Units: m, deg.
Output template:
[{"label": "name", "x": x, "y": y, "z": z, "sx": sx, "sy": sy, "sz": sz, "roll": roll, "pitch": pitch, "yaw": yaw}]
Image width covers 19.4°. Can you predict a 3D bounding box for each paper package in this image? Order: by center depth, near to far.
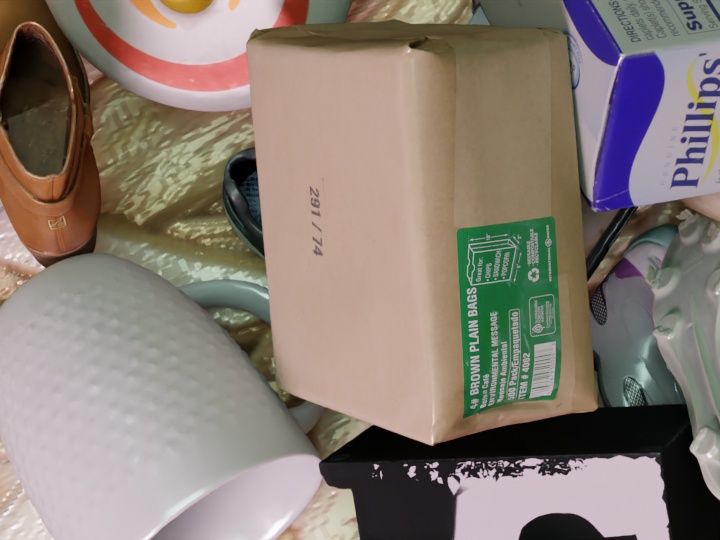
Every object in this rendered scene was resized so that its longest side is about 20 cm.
[{"label": "paper package", "x": 0.028, "y": -0.027, "z": 1.095, "sx": 0.103, "sy": 0.191, "sz": 0.200, "roll": -9, "pitch": 101, "yaw": -26}]

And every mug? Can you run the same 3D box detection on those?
[{"label": "mug", "x": -0.109, "y": 0.074, "z": 1.204, "sx": 0.200, "sy": 0.148, "sz": 0.175, "roll": -25, "pitch": 65, "yaw": -30}]

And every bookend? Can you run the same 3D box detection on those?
[{"label": "bookend", "x": 0.099, "y": 0.184, "z": 1.169, "sx": 0.199, "sy": 0.092, "sz": 0.200, "roll": -5, "pitch": 100, "yaw": 26}]

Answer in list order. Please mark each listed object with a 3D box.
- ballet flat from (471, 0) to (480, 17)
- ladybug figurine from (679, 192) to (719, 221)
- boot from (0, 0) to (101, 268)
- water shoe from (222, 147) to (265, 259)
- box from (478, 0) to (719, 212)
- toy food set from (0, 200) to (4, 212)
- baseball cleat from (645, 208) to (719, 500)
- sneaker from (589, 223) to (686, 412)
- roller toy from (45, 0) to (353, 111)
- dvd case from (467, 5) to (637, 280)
[{"label": "ballet flat", "x": 0.160, "y": -0.137, "z": 1.252, "sx": 0.200, "sy": 0.069, "sz": 0.071, "roll": 19, "pitch": 99, "yaw": 11}, {"label": "ladybug figurine", "x": 0.261, "y": -0.064, "z": 1.175, "sx": 0.200, "sy": 0.136, "sz": 0.072, "roll": 0, "pitch": 112, "yaw": -31}, {"label": "boot", "x": -0.187, "y": -0.108, "z": 1.189, "sx": 0.074, "sy": 0.155, "sz": 0.200, "roll": -19, "pitch": 74, "yaw": -9}, {"label": "water shoe", "x": 0.000, "y": 0.000, "z": 1.228, "sx": 0.200, "sy": 0.079, "sz": 0.072, "roll": 31, "pitch": 84, "yaw": 10}, {"label": "box", "x": 0.183, "y": -0.141, "z": 1.097, "sx": 0.200, "sy": 0.105, "sz": 0.184, "roll": -9, "pitch": 46, "yaw": -15}, {"label": "toy food set", "x": -0.291, "y": -0.040, "z": 1.280, "sx": 0.143, "sy": 0.060, "sz": 0.200, "roll": 34, "pitch": 76, "yaw": 10}, {"label": "baseball cleat", "x": 0.211, "y": 0.060, "z": 1.134, "sx": 0.070, "sy": 0.106, "sz": 0.200, "roll": -36, "pitch": 38, "yaw": 34}, {"label": "sneaker", "x": 0.192, "y": 0.086, "z": 1.202, "sx": 0.140, "sy": 0.078, "sz": 0.200, "roll": -43, "pitch": 69, "yaw": -2}, {"label": "roller toy", "x": -0.088, "y": -0.192, "z": 1.203, "sx": 0.182, "sy": 0.140, "sz": 0.200, "roll": -13, "pitch": 122, "yaw": 20}, {"label": "dvd case", "x": 0.110, "y": -0.089, "z": 1.218, "sx": 0.143, "sy": 0.018, "sz": 0.200, "roll": 35, "pitch": 95, "yaw": 14}]
